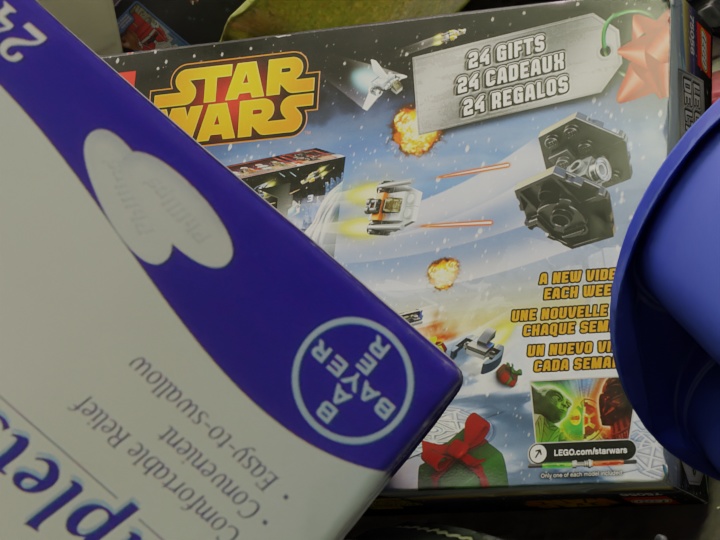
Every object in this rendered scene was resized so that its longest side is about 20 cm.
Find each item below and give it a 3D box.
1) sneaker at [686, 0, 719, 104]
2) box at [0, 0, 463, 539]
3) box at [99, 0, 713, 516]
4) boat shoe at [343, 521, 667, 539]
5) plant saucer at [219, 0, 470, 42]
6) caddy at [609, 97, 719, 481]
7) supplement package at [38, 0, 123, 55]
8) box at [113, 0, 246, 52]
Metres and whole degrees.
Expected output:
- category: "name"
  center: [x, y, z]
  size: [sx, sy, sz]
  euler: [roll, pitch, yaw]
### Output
- category: "sneaker"
  center: [0.073, -0.043, 0.807]
  size: [0.200, 0.081, 0.075]
  euler: [-20, 3, 10]
- category: "box"
  center: [-0.111, 0.047, 0.630]
  size: [0.200, 0.184, 0.105]
  euler: [-51, 5, -16]
- category: "box"
  center: [0.000, 0.000, 0.748]
  size: [0.200, 0.040, 0.137]
  euler: [-4, 75, 26]
- category: "boat shoe"
  center: [0.077, 0.096, 0.606]
  size: [0.199, 0.075, 0.066]
  euler: [18, 49, 43]
- category: "plant saucer"
  center: [0.041, -0.128, 0.866]
  size: [0.200, 0.048, 0.200]
  euler: [-44, 5, -2]
- category: "caddy"
  center: [0.160, -0.003, 0.634]
  size: [0.200, 0.142, 0.105]
  euler: [-24, 39, -3]
- category: "supplement package"
  center: [-0.206, -0.081, 0.914]
  size: [0.200, 0.151, 0.152]
  euler: [12, 32, 40]
- category: "box"
  center: [-0.010, -0.168, 0.951]
  size: [0.200, 0.038, 0.137]
  euler: [-42, 18, 28]
